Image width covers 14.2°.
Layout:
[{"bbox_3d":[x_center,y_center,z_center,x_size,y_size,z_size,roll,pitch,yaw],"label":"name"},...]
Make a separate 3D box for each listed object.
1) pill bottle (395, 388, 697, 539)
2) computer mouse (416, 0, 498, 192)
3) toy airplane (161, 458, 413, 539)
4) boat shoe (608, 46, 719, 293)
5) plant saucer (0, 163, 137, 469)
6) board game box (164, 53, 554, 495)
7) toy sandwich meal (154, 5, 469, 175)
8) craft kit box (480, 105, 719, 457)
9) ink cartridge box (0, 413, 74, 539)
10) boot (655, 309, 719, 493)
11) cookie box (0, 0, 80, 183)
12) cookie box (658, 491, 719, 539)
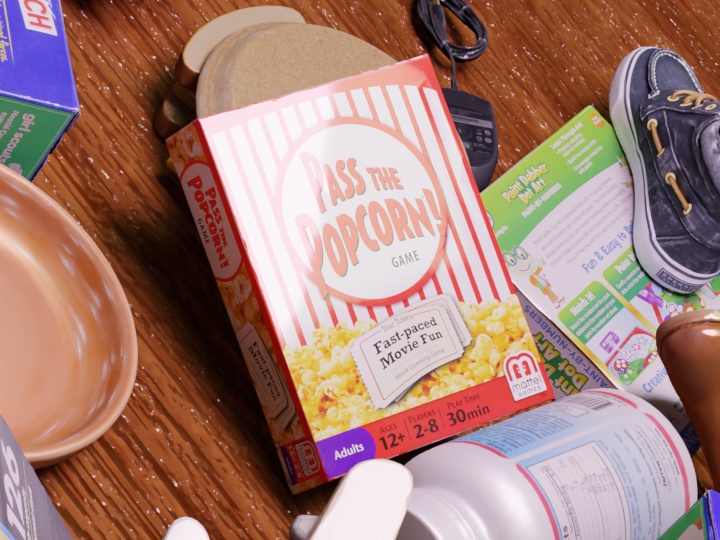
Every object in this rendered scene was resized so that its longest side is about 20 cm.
[{"bbox_3d":[0.080,0.134,1.506,0.200,0.109,0.109,-16,64,-47],"label":"pill bottle"},{"bbox_3d":[0.053,-0.109,1.793,0.058,0.034,0.200,12,39,-10],"label":"computer mouse"},{"bbox_3d":[-0.026,0.201,1.344,0.199,0.141,0.199,-23,58,-14],"label":"toy airplane"},{"bbox_3d":[0.211,-0.084,1.780,0.071,0.091,0.201,21,41,-24],"label":"boat shoe"},{"bbox_3d":[-0.205,0.020,1.432,0.200,0.037,0.201,23,41,-21],"label":"plant saucer"},{"bbox_3d":[0.000,0.000,1.539,0.151,0.046,0.201,-19,86,-31],"label":"board game box"},{"bbox_3d":[-0.027,-0.060,1.643,0.205,0.070,0.206,21,46,-23],"label":"toy sandwich meal"},{"bbox_3d":[0.156,0.012,1.747,0.198,0.049,0.200,48,38,4],"label":"craft kit box"},{"bbox_3d":[-0.155,0.157,1.238,0.047,0.200,0.198,-13,51,5],"label":"ink cartridge box"},{"bbox_3d":[0.222,0.129,1.616,0.200,0.073,0.155,49,38,-36],"label":"boot"},{"bbox_3d":[-0.259,-0.143,1.513,0.199,0.075,0.172,13,45,-31],"label":"cookie box"},{"bbox_3d":[0.181,0.219,1.424,0.171,0.200,0.075,25,39,-22],"label":"cookie box"}]
